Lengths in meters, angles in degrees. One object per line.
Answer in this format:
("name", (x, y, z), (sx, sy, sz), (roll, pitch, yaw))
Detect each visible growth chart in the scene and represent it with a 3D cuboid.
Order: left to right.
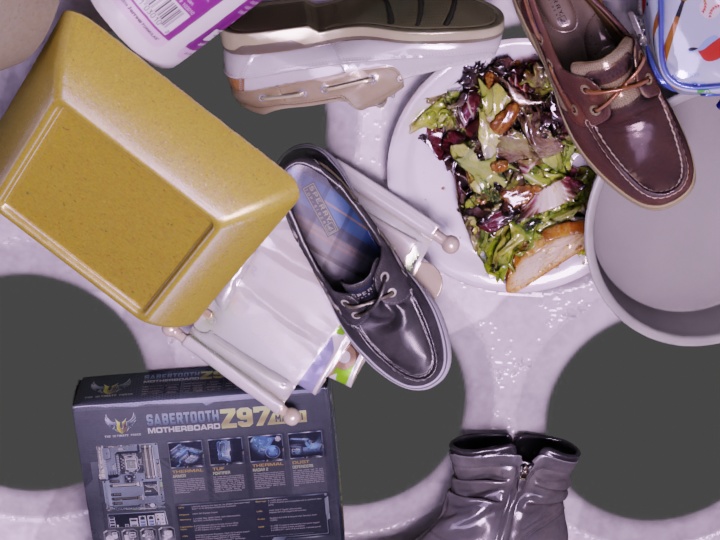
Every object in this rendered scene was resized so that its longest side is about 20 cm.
("growth chart", (-0.033, 0.016, 1.427), (0.145, 0.018, 0.200), (41, 100, 0))

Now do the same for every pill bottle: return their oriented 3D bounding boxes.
("pill bottle", (-0.086, -0.235, 1.289), (0.199, 0.112, 0.112), (-35, 112, 13))

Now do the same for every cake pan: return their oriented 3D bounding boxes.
("cake pan", (0.251, -0.044, 1.411), (0.199, 0.037, 0.202), (-5, 111, -13))

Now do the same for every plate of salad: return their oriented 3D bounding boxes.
("plate of salad", (0.118, -0.070, 1.409), (0.198, 0.048, 0.202), (-1, 115, -1))

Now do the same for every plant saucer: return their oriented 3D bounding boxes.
("plant saucer", (-0.167, -0.052, 1.339), (0.200, 0.049, 0.200), (37, 139, -5))

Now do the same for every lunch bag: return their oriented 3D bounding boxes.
("lunch bag", (0.283, -0.194, 1.323), (0.198, 0.076, 0.162), (-5, 97, 1))

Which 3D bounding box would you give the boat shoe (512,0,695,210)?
("boat shoe", (0.164, -0.133, 1.322), (0.072, 0.072, 0.201), (-27, 83, 4))

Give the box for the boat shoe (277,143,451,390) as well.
("boat shoe", (0.000, 0.000, 1.380), (0.070, 0.066, 0.201), (-27, 94, 8))

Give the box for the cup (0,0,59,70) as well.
("cup", (-0.280, -0.201, 1.271), (0.142, 0.201, 0.201), (12, 117, -36))

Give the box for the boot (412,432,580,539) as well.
("boot", (0.073, 0.191, 1.525), (0.198, 0.070, 0.133), (-7, 114, -13))

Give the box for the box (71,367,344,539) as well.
("box", (-0.115, 0.155, 1.504), (0.198, 0.051, 0.159), (-5, 115, 1))

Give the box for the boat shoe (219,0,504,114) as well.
("boat shoe", (0.003, -0.152, 1.357), (0.198, 0.075, 0.069), (-1, 122, 6))
